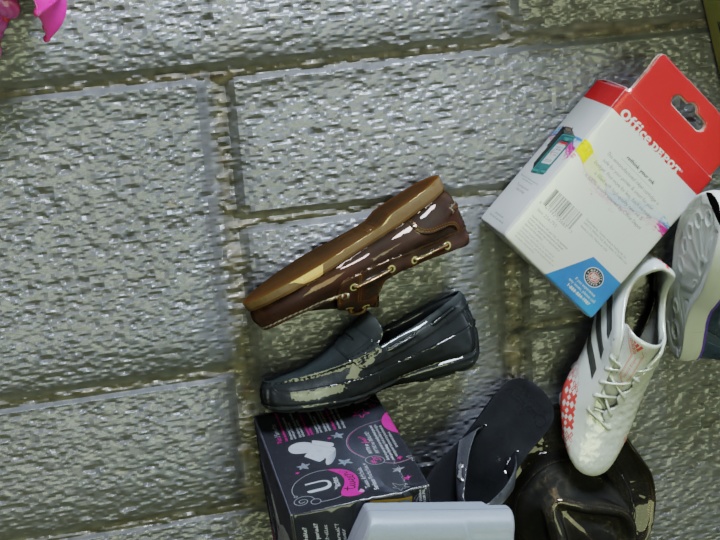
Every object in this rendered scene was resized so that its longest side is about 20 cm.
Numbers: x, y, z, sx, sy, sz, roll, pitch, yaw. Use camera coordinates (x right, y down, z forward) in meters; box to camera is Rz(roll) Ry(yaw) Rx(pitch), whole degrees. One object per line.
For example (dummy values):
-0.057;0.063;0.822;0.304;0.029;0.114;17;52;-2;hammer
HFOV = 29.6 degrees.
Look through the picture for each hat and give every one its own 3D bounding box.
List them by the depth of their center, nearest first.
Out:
0.191;0.228;1.232;0.197;0.081;0.204;-3;105;-11;hat

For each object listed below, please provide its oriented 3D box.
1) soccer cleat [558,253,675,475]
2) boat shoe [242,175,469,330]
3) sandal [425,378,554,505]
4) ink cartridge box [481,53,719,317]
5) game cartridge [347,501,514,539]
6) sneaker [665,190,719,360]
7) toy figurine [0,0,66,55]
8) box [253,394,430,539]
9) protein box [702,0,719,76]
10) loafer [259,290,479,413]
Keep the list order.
0.226;0.082;1.185;0.068;0.085;0.203;16;89;-15;soccer cleat
0.000;0.000;1.133;0.198;0.070;0.071;-30;105;-4;boat shoe
0.105;0.167;1.161;0.076;0.043;0.201;34;57;-1;sandal
0.214;-0.078;1.165;0.116;0.067;0.200;40;93;-20;ink cartridge box
0.040;0.272;1.022;0.131;0.042;0.203;0;107;-18;game cartridge
0.347;0.001;1.166;0.144;0.081;0.202;-6;139;-5;sneaker
-0.307;-0.210;0.990;0.182;0.151;0.201;20;121;-26;toy figurine
-0.014;0.203;1.114;0.113;0.200;0.134;-10;108;-9;box
0.397;-0.170;1.114;0.133;0.199;0.203;-21;108;-7;protein box
0.006;0.069;1.158;0.198;0.068;0.072;-16;100;-14;loafer
